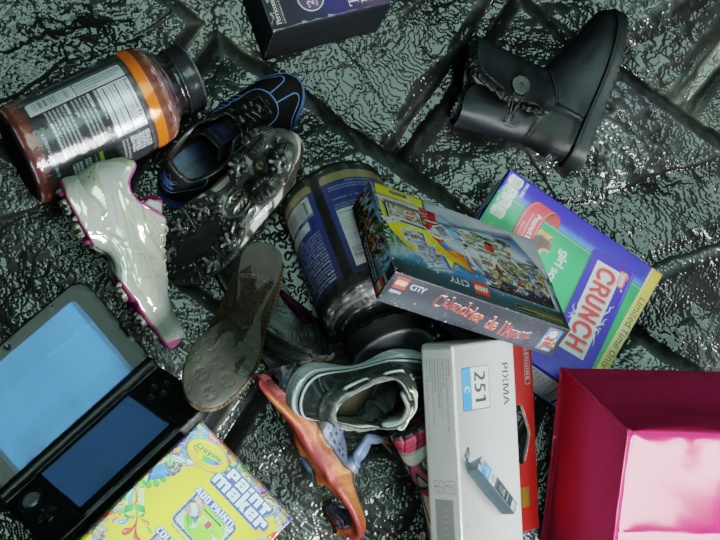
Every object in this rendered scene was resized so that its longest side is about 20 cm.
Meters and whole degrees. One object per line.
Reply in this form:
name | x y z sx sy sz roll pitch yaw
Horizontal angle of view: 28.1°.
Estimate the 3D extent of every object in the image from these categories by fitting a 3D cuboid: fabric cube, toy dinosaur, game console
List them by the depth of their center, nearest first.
game console | -0.274 0.133 1.359 0.200 0.175 0.117 -43 126 -19
toy dinosaur | -0.045 0.179 1.388 0.199 0.104 0.184 -9 85 -54
fabric cube | 0.304 0.216 1.394 0.197 0.196 0.202 2 104 -12

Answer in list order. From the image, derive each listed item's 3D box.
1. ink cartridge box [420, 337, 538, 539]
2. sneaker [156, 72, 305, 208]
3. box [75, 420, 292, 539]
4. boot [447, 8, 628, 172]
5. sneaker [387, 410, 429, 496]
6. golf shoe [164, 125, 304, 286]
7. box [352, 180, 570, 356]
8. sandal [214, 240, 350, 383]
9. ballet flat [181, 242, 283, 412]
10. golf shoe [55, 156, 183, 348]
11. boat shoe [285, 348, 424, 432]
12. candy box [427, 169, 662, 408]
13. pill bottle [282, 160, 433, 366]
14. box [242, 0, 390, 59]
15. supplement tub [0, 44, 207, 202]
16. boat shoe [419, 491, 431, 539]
ink cartridge box | 0.132 0.165 1.379 0.175 0.044 0.203 -3 91 -47
sneaker | -0.128 -0.142 1.487 0.070 0.078 0.200 45 71 2
box | -0.182 0.257 1.302 0.122 0.200 0.193 45 71 2
boot | 0.194 -0.225 1.584 0.167 0.076 0.202 22 77 -10
sneaker | 0.098 0.155 1.439 0.199 0.080 0.075 -32 101 -48
golf shoe | -0.123 -0.062 1.452 0.200 0.094 0.078 -44 84 20
box | 0.095 -0.002 1.375 0.198 0.038 0.137 18 34 -25
sandal | -0.080 0.054 1.460 0.075 0.048 0.201 -37 85 -20
ballet flat | -0.121 0.058 1.393 0.067 0.047 0.201 18 52 0
golf shoe | -0.215 -0.019 1.411 0.091 0.075 0.201 -34 110 -16
boat shoe | 0.018 0.121 1.329 0.199 0.071 0.073 -4 117 -47
candy box | 0.189 0.024 1.516 0.199 0.077 0.170 35 70 -3
pill bottle | 0.000 0.000 1.431 0.111 0.112 0.201 -12 59 -15
box | -0.069 -0.348 1.559 0.140 0.079 0.202 -18 80 -14
supplement tub | -0.256 -0.155 1.448 0.199 0.107 0.108 -28 83 -19
boat shoe | 0.077 0.269 1.429 0.074 0.093 0.201 21 39 -26
